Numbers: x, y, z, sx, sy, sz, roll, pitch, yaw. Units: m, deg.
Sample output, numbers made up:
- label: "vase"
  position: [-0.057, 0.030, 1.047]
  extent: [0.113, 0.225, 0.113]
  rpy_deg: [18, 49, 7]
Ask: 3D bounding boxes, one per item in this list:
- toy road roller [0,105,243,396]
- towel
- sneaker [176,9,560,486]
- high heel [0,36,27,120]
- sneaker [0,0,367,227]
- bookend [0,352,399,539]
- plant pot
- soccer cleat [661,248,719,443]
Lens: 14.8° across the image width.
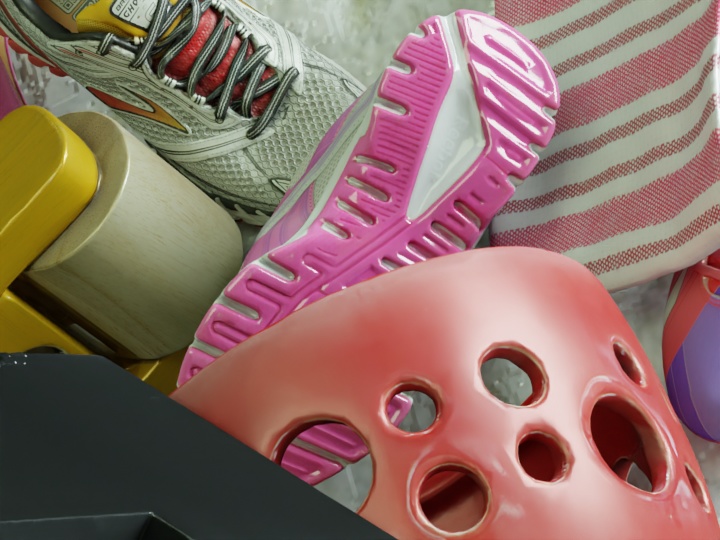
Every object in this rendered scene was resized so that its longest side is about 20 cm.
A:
- label: "toy road roller"
  position: [-0.158, 0.011, 1.099]
  extent: [0.200, 0.123, 0.146]
  rpy_deg: [-44, 46, 5]
- label: "towel"
  position: [0.091, -0.086, 1.024]
  extent: [0.146, 0.030, 0.200]
  rpy_deg: [-28, 53, 51]
- label: "sneaker"
  position: [0.000, 0.000, 1.028]
  extent: [0.081, 0.088, 0.200]
  rpy_deg: [37, 83, -4]
- label: "high heel"
  position: [-0.149, -0.110, 1.178]
  extent: [0.096, 0.067, 0.200]
  rpy_deg: [6, 68, 18]
- label: "sneaker"
  position: [-0.076, -0.084, 1.099]
  extent: [0.200, 0.082, 0.078]
  rpy_deg: [30, 81, 12]
- label: "bookend"
  position: [-0.072, 0.105, 0.747]
  extent: [0.200, 0.199, 0.092]
  rpy_deg: [29, 102, 27]
- label: "plant pot"
  position: [0.030, 0.121, 0.911]
  extent: [0.200, 0.200, 0.183]
  rpy_deg: [-32, 65, 12]
- label: "soccer cleat"
  position: [0.152, -0.038, 0.983]
  extent: [0.067, 0.076, 0.200]
  rpy_deg: [20, 79, 32]
